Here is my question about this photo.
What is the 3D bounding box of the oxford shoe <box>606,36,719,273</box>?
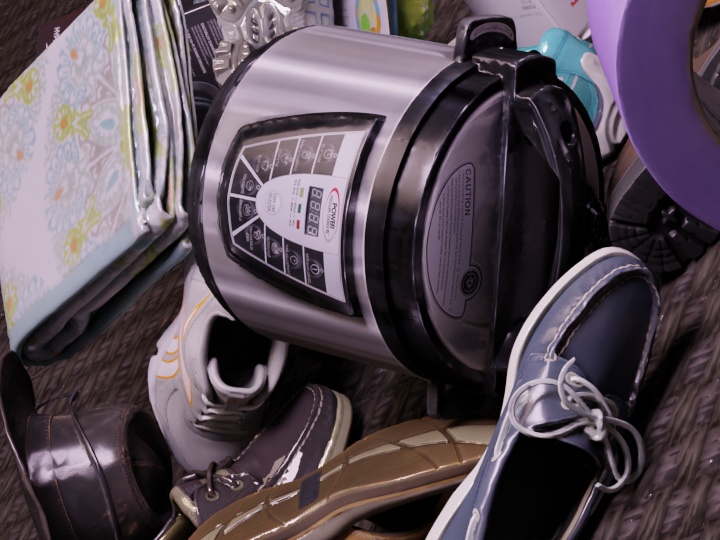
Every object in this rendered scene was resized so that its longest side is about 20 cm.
[{"bbox_3d":[0.191,-0.096,1.495,0.200,0.073,0.085,-45,22,19],"label":"oxford shoe"}]

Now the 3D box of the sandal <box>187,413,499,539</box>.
[{"bbox_3d":[-0.002,0.129,1.549,0.199,0.054,0.080,-26,16,15],"label":"sandal"}]

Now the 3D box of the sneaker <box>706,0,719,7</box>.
[{"bbox_3d":[0.217,-0.228,1.629,0.200,0.077,0.078,-52,24,5],"label":"sneaker"}]

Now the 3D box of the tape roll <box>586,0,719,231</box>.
[{"bbox_3d":[0.205,-0.115,1.329,0.200,0.200,0.085,-46,24,17],"label":"tape roll"}]

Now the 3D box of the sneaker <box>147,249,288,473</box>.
[{"bbox_3d":[-0.080,0.060,1.708,0.092,0.075,0.201,-99,14,-48],"label":"sneaker"}]

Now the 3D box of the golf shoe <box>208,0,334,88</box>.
[{"bbox_3d":[-0.046,-0.132,1.707,0.078,0.097,0.201,-9,51,12],"label":"golf shoe"}]

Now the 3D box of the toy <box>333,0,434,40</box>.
[{"bbox_3d":[0.014,-0.136,1.713,0.115,0.047,0.201,-176,84,-70],"label":"toy"}]

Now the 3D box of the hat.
[{"bbox_3d":[-0.149,0.126,1.746,0.081,0.201,0.201,-19,26,-1],"label":"hat"}]

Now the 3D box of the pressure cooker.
[{"bbox_3d":[0.033,-0.035,1.541,0.199,0.176,0.179,14,59,38],"label":"pressure cooker"}]

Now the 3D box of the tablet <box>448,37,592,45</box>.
[{"bbox_3d":[0.090,-0.135,1.822,0.200,0.014,0.130,-38,26,31],"label":"tablet"}]

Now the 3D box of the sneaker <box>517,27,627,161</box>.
[{"bbox_3d":[0.080,-0.097,1.698,0.200,0.080,0.078,-19,41,55],"label":"sneaker"}]

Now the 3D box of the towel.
[{"bbox_3d":[-0.158,-0.057,1.751,0.200,0.048,0.172,-37,52,47],"label":"towel"}]

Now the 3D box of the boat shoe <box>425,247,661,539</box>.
[{"bbox_3d":[0.093,0.082,1.420,0.201,0.075,0.062,-58,21,-7],"label":"boat shoe"}]

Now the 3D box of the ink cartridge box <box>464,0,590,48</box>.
[{"bbox_3d":[0.087,-0.246,1.711,0.147,0.200,0.083,-48,24,-21],"label":"ink cartridge box"}]

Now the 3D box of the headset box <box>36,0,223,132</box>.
[{"bbox_3d":[-0.085,-0.114,1.882,0.199,0.149,0.077,-19,28,7],"label":"headset box"}]

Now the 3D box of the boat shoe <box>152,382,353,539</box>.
[{"bbox_3d":[-0.079,0.142,1.675,0.200,0.065,0.073,-56,23,-8],"label":"boat shoe"}]
